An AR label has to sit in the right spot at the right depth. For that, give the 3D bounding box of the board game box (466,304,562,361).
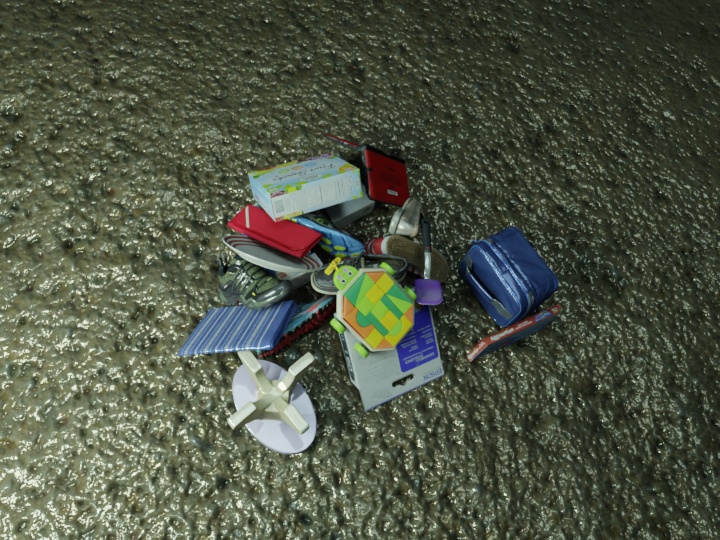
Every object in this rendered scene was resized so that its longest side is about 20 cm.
[{"bbox_3d":[0.324,0.133,1.092,0.197,0.103,0.020,-20,66,-20],"label":"board game box"}]

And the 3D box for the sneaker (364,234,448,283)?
[{"bbox_3d":[0.100,-0.025,1.158,0.198,0.112,0.072,25,75,-33],"label":"sneaker"}]

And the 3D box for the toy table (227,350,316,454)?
[{"bbox_3d":[-0.157,0.234,0.946,0.199,0.118,0.184,35,62,11],"label":"toy table"}]

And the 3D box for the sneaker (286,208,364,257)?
[{"bbox_3d":[-0.077,-0.094,1.093,0.197,0.071,0.083,26,54,12],"label":"sneaker"}]

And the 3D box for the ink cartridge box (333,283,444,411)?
[{"bbox_3d":[0.062,0.150,1.041,0.195,0.043,0.203,-18,101,-21],"label":"ink cartridge box"}]

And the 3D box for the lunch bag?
[{"bbox_3d":[0.310,0.010,1.134,0.131,0.136,0.201,-27,69,-22],"label":"lunch bag"}]

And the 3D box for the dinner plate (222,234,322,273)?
[{"bbox_3d":[-0.170,-0.028,0.995,0.197,0.200,0.025,19,99,0],"label":"dinner plate"}]

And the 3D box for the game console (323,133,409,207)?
[{"bbox_3d":[0.018,-0.231,1.212,0.117,0.199,0.176,-9,86,31],"label":"game console"}]

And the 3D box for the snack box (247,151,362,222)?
[{"bbox_3d":[-0.119,-0.183,1.098,0.197,0.069,0.169,-20,31,-18],"label":"snack box"}]

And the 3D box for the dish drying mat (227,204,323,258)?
[{"bbox_3d":[-0.176,-0.083,1.051,0.198,0.018,0.077,23,51,26],"label":"dish drying mat"}]

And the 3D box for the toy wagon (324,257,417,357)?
[{"bbox_3d":[0.013,0.059,0.967,0.155,0.039,0.200,-47,109,-11],"label":"toy wagon"}]

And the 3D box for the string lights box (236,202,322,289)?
[{"bbox_3d":[-0.178,-0.056,1.127,0.102,0.059,0.201,-27,70,-25],"label":"string lights box"}]

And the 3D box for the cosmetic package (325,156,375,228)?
[{"bbox_3d":[-0.087,-0.164,1.206,0.198,0.052,0.152,-29,73,-23],"label":"cosmetic package"}]

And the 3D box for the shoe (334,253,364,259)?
[{"bbox_3d":[-0.011,-0.001,1.109,0.070,0.091,0.203,-3,63,-12],"label":"shoe"}]

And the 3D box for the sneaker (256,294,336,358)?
[{"bbox_3d":[-0.140,0.086,1.049,0.198,0.080,0.096,-31,69,-23],"label":"sneaker"}]

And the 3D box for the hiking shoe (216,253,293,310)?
[{"bbox_3d":[-0.216,0.016,1.005,0.197,0.102,0.075,-1,20,36],"label":"hiking shoe"}]

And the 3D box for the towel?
[{"bbox_3d":[-0.226,0.110,0.974,0.197,0.024,0.145,-7,29,17],"label":"towel"}]

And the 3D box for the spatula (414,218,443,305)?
[{"bbox_3d":[0.137,-0.021,1.056,0.055,0.021,0.203,5,64,-6],"label":"spatula"}]

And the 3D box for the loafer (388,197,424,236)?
[{"bbox_3d":[0.114,-0.112,1.162,0.062,0.073,0.200,22,23,10],"label":"loafer"}]

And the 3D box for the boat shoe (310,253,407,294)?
[{"bbox_3d":[0.000,0.000,1.022,0.196,0.065,0.073,-5,68,-11],"label":"boat shoe"}]
